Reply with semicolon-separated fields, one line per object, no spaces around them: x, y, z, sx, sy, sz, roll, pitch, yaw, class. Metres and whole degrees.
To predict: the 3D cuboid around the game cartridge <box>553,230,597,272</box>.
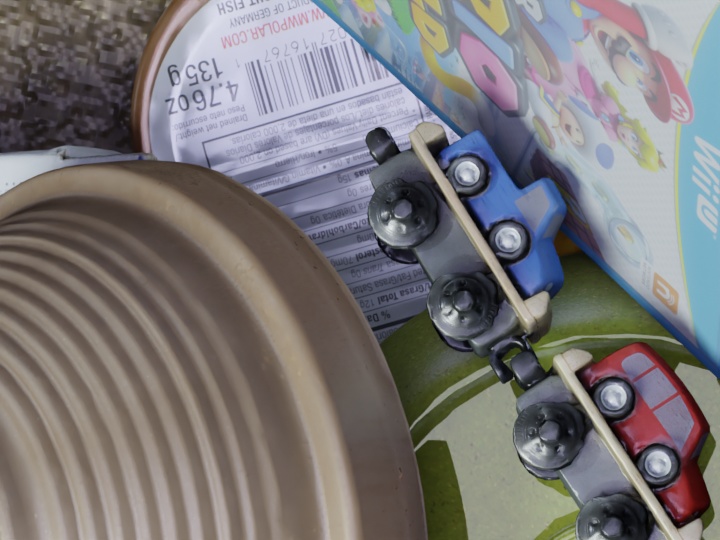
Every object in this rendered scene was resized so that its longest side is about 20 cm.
0.143;-0.051;0.805;0.200;0.032;0.177;19;80;4;game cartridge

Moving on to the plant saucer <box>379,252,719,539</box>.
0.067;0.091;0.753;0.200;0.031;0.200;-1;82;8;plant saucer

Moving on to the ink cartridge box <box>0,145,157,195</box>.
-0.107;0.064;0.876;0.200;0.041;0.200;1;93;46;ink cartridge box

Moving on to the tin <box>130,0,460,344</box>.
0.000;0.000;0.847;0.112;0.042;0.200;-16;90;15;tin

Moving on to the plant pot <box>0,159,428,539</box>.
-0.083;0.072;0.756;0.201;0.093;0.201;4;95;45;plant pot

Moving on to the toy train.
0.064;0.042;0.729;0.046;0.034;0.200;-33;78;-1;toy train

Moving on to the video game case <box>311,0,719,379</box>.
0.031;-0.077;0.728;0.018;0.143;0.200;-35;60;-20;video game case
